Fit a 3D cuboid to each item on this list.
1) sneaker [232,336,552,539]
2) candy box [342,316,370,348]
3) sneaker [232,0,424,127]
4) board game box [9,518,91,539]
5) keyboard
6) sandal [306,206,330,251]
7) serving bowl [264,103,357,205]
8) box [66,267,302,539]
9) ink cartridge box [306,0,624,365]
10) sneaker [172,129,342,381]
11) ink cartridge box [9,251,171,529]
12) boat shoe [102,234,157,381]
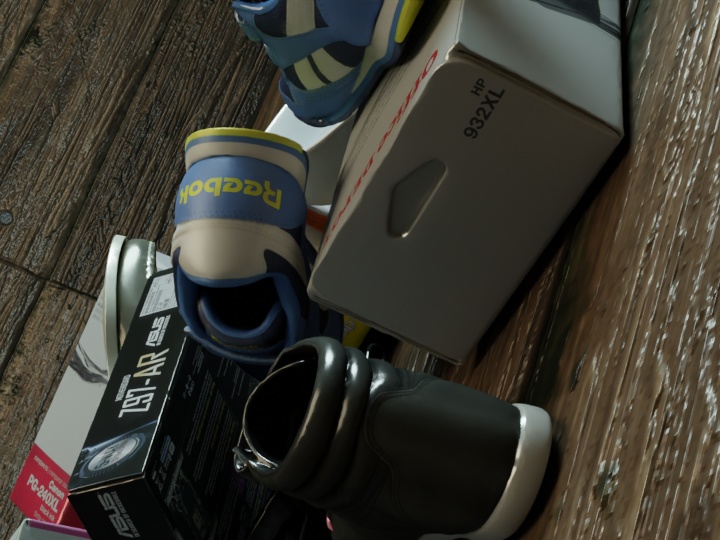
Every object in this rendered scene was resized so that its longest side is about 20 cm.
[{"bbox_3d":[-0.005,0.074,0.596,0.200,0.099,0.071,134,157,-68],"label":"sneaker"},{"bbox_3d":[0.000,0.000,0.941,0.102,0.026,0.200,-61,5,34],"label":"candy box"},{"bbox_3d":[-0.019,-0.128,0.717,0.200,0.082,0.074,138,154,-73],"label":"sneaker"},{"bbox_3d":[-0.159,0.212,0.949,0.200,0.147,0.064,136,147,-66],"label":"board game box"},{"bbox_3d":[-0.019,0.107,0.785,0.104,0.040,0.200,-58,0,21],"label":"keyboard"},{"bbox_3d":[-0.048,-0.019,1.002,0.059,0.079,0.207,-63,-4,11],"label":"sandal"},{"bbox_3d":[0.022,-0.109,0.939,0.200,0.066,0.200,-41,16,14],"label":"serving bowl"},{"bbox_3d":[-0.084,0.111,0.818,0.043,0.160,0.200,-15,30,15],"label":"box"},{"bbox_3d":[0.053,-0.078,0.700,0.145,0.084,0.200,-58,11,35],"label":"ink cartridge box"},{"bbox_3d":[-0.054,0.016,0.744,0.200,0.074,0.082,75,-164,-57],"label":"sneaker"},{"bbox_3d":[-0.132,0.101,1.049,0.083,0.145,0.200,26,92,54],"label":"ink cartridge box"},{"bbox_3d":[-0.127,0.066,0.925,0.072,0.060,0.202,87,176,-59],"label":"boat shoe"}]
